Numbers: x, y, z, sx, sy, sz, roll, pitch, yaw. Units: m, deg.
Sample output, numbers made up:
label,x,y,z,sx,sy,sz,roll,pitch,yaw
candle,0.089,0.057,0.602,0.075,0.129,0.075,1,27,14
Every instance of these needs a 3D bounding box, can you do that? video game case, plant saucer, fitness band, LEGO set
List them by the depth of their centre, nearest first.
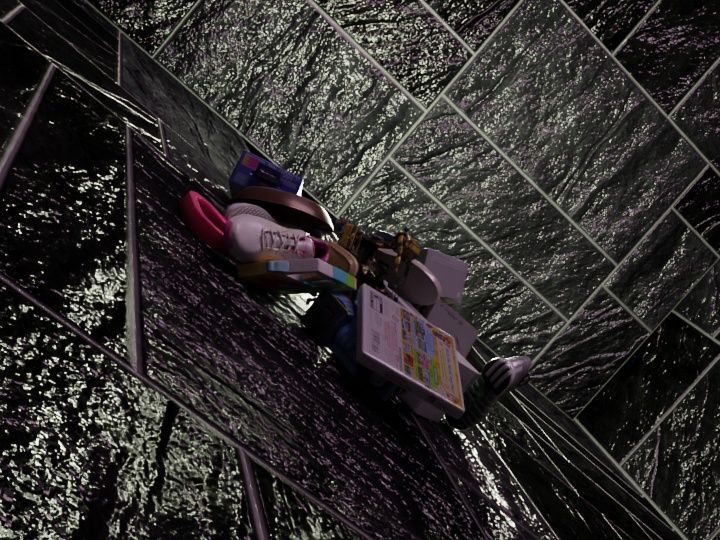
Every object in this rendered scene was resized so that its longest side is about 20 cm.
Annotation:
label,x,y,z,sx,sy,sz,roll,pitch,yaw
video game case,0.072,0.118,1.516,0.181,0.023,0.201,31,24,-15
fitness band,-0.219,-0.062,1.585,0.143,0.037,0.200,39,5,-26
LEGO set,0.000,0.000,1.680,0.153,0.202,0.116,19,-11,43
plant saucer,-0.142,-0.112,1.849,0.198,0.035,0.200,14,-12,3

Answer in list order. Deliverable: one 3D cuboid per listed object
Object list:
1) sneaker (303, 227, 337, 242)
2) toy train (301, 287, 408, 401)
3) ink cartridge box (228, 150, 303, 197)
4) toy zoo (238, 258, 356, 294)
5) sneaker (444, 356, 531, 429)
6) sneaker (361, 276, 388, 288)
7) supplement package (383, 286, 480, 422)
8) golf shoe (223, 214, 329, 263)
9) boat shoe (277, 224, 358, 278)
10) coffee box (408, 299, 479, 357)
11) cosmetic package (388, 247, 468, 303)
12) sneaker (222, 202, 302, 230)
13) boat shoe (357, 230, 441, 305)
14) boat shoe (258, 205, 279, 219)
label,x,y,z,sx,sy,sz,roll,pitch,yaw
sneaker,-0.066,0.009,1.779,0.114,0.076,0.201,21,46,-56
toy train,0.001,0.114,1.555,0.200,0.087,0.114,48,17,31
ink cartridge box,-0.190,-0.168,2.029,0.135,0.077,0.200,26,-7,-2
toy zoo,-0.098,0.008,1.524,0.130,0.021,0.200,-4,-12,19
sneaker,0.238,0.213,1.787,0.115,0.200,0.076,-13,66,-40
sneaker,0.000,0.017,1.849,0.099,0.071,0.200,40,23,-10
supplement package,0.088,0.145,1.730,0.200,0.117,0.117,46,7,29
golf shoe,-0.122,-0.043,1.500,0.091,0.076,0.199,-3,-10,31
boat shoe,-0.098,-0.030,1.638,0.198,0.072,0.076,18,-10,25
coffee box,0.122,0.121,1.953,0.113,0.080,0.199,39,-20,-19
cosmetic package,0.106,0.015,1.953,0.106,0.091,0.199,20,-16,-31
sneaker,-0.200,-0.079,1.787,0.114,0.073,0.200,23,-2,34
boat shoe,0.077,-0.013,1.800,0.199,0.075,0.092,33,32,23
boat shoe,-0.155,-0.080,1.999,0.200,0.076,0.074,39,0,-31
